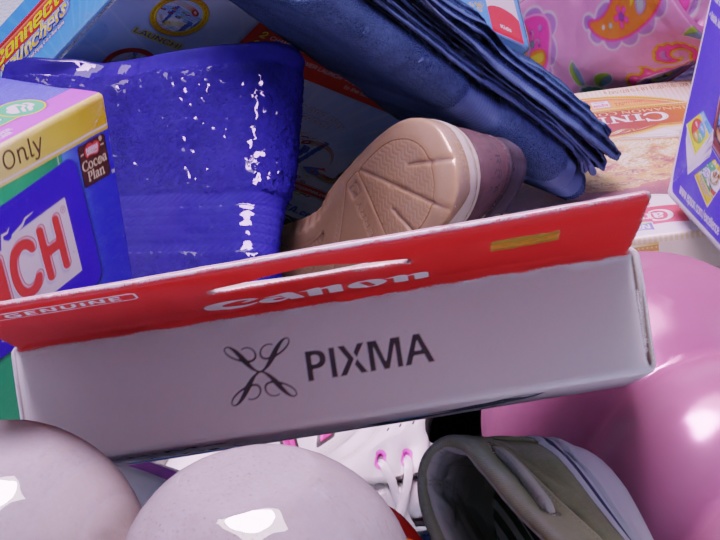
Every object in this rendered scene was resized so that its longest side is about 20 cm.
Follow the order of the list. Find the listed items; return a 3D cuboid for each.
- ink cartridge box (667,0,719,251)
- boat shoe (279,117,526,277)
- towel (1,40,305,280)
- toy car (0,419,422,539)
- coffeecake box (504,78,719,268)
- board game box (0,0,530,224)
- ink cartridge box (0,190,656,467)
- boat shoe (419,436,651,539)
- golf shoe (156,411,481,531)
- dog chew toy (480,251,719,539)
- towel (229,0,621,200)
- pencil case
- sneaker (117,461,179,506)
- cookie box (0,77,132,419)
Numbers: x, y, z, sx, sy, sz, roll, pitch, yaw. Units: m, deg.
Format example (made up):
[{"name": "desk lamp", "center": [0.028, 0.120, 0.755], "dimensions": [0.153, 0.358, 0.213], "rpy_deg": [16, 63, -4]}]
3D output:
[{"name": "ink cartridge box", "center": [0.180, -0.093, 0.881], "dimensions": [0.043, 0.202, 0.198], "rpy_deg": [5, 18, -10]}, {"name": "boat shoe", "center": [0.000, 0.000, 1.004], "dimensions": [0.064, 0.200, 0.072], "rpy_deg": [2, 58, -39]}, {"name": "towel", "center": [-0.097, 0.000, 0.994], "dimensions": [0.146, 0.202, 0.050], "rpy_deg": [-2, -19, 19]}, {"name": "toy car", "center": [-0.045, 0.120, 0.675], "dimensions": [0.198, 0.176, 0.150], "rpy_deg": [3, 24, 24]}, {"name": "coffeecake box", "center": [0.116, -0.020, 1.089], "dimensions": [0.152, 0.074, 0.200], "rpy_deg": [-7, 23, -2]}, {"name": "board game box", "center": [-0.056, -0.104, 1.096], "dimensions": [0.199, 0.196, 0.056], "rpy_deg": [19, 46, -36]}, {"name": "ink cartridge box", "center": [-0.009, 0.025, 0.699], "dimensions": [0.198, 0.045, 0.176], "rpy_deg": [-9, -7, 2]}, {"name": "boat shoe", "center": [0.075, 0.125, 0.698], "dimensions": [0.062, 0.072, 0.200], "rpy_deg": [12, 27, -34]}, {"name": "golf shoe", "center": [-0.011, 0.078, 0.897], "dimensions": [0.092, 0.073, 0.200], "rpy_deg": [13, 30, 37]}, {"name": "dog chew toy", "center": [0.125, 0.077, 0.810], "dimensions": [0.124, 0.125, 0.200], "rpy_deg": [-14, 32, -17]}, {"name": "towel", "center": [0.021, -0.099, 0.994], "dimensions": [0.200, 0.049, 0.111], "rpy_deg": [31, -5, -43]}, {"name": "pencil case", "center": [0.130, -0.123, 1.221], "dimensions": [0.087, 0.088, 0.200], "rpy_deg": [-27, -2, -39]}, {"name": "sneaker", "center": [-0.027, 0.140, 0.781], "dimensions": [0.199, 0.075, 0.100], "rpy_deg": [20, 75, 22]}, {"name": "cookie box", "center": [-0.158, 0.050, 0.839], "dimensions": [0.075, 0.202, 0.171], "rpy_deg": [9, 28, 33]}]
